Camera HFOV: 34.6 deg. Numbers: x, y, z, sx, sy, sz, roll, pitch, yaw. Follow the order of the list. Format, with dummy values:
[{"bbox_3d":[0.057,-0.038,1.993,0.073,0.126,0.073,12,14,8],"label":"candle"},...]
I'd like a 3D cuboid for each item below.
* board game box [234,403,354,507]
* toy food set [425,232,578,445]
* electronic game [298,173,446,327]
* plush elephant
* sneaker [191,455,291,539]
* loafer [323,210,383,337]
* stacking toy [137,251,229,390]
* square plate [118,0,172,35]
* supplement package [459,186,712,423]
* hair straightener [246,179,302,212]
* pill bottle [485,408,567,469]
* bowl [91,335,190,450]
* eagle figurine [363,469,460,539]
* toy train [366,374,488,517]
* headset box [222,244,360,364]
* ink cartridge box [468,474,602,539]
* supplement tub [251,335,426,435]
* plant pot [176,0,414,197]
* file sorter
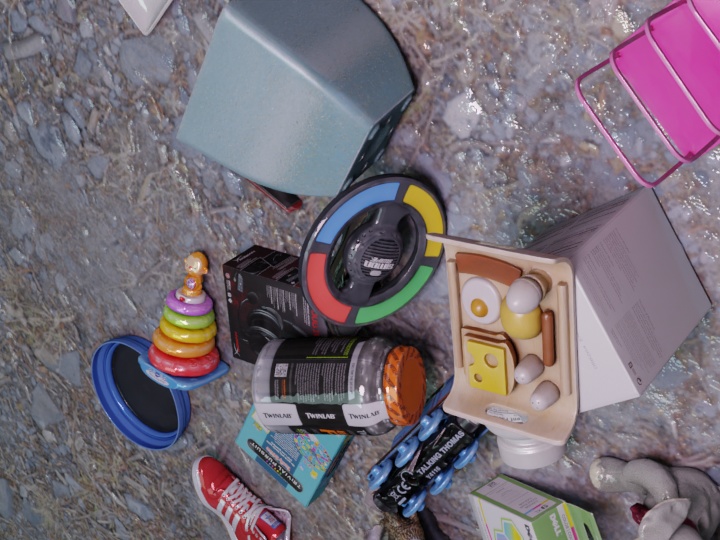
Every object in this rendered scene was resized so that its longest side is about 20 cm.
[{"bbox_3d":[-0.090,0.230,1.687,0.151,0.047,0.201,40,133,14],"label":"board game box"},{"bbox_3d":[0.134,0.065,1.123,0.142,0.060,0.202,12,120,35],"label":"toy food set"},{"bbox_3d":[0.016,-0.021,1.365,0.042,0.198,0.202,45,140,46],"label":"electronic game"},{"bbox_3d":[0.345,0.302,1.300,0.199,0.155,0.166,-21,100,44],"label":"plush elephant"},{"bbox_3d":[-0.182,0.373,1.824,0.112,0.071,0.201,-15,111,47],"label":"sneaker"},{"bbox_3d":[0.000,0.000,1.436,0.063,0.071,0.202,46,127,55],"label":"loafer"},{"bbox_3d":[-0.252,0.066,1.702,0.115,0.109,0.202,26,117,28],"label":"stacking toy"},{"bbox_3d":[-0.284,-0.439,1.481,0.201,0.028,0.198,54,135,1],"label":"square plate"},{"bbox_3d":[0.237,0.036,1.206,0.150,0.200,0.153,-24,98,44],"label":"supplement package"},{"bbox_3d":[-0.144,-0.165,1.522,0.200,0.041,0.077,42,133,18],"label":"hair straightener"},{"bbox_3d":[0.188,0.126,1.359,0.111,0.112,0.202,3,116,37],"label":"pill bottle"},{"bbox_3d":[-0.358,0.198,1.890,0.199,0.039,0.203,19,125,30],"label":"bowl"},{"bbox_3d":[0.071,0.379,1.567,0.150,0.151,0.202,-5,103,29],"label":"eagle figurine"},{"bbox_3d":[0.087,0.227,1.470,0.086,0.114,0.200,38,119,-5],"label":"toy train"},{"bbox_3d":[-0.085,0.065,1.570,0.198,0.077,0.150,17,123,33],"label":"headset box"},{"bbox_3d":[0.221,0.332,1.433,0.199,0.059,0.105,9,122,63],"label":"ink cartridge box"},{"bbox_3d":[-0.025,0.144,1.446,0.198,0.123,0.124,-2,113,26],"label":"supplement tub"},{"bbox_3d":[-0.058,-0.201,1.325,0.199,0.196,0.197,37,132,8],"label":"plant pot"},{"bbox_3d":[0.320,-0.188,1.066,0.140,0.125,0.200,53,135,2],"label":"file sorter"}]
